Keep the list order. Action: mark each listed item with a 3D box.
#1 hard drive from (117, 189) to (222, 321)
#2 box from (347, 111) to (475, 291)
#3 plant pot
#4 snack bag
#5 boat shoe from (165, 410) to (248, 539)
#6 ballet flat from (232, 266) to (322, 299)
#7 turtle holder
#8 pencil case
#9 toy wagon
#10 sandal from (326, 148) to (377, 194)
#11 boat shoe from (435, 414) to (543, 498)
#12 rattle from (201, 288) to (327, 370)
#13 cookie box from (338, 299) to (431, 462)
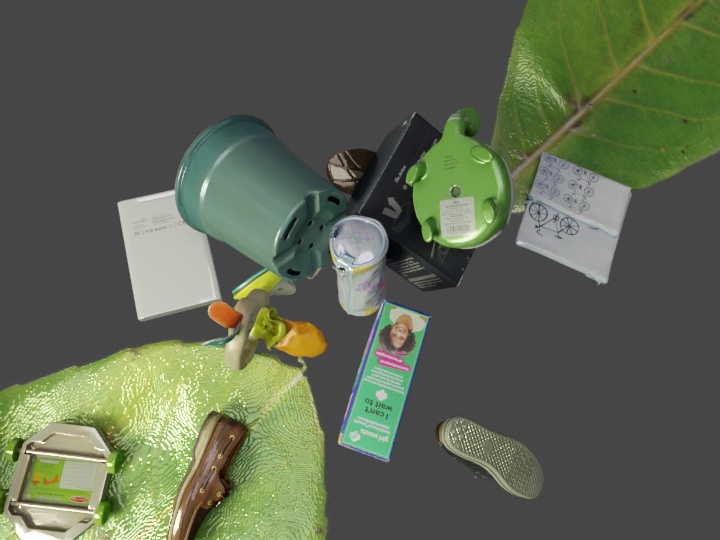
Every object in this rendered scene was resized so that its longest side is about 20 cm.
[{"bbox_3d":[-0.312,-0.031,0.883,0.130,0.027,0.202,-14,75,-10],"label":"hard drive"},{"bbox_3d":[0.096,-0.103,0.873,0.199,0.117,0.198,34,72,-15],"label":"box"},{"bbox_3d":[-0.134,-0.096,0.799,0.195,0.201,0.200,36,72,28],"label":"plant pot"},{"bbox_3d":[0.385,-0.098,0.978,0.187,0.021,0.202,24,73,1],"label":"snack bag"},{"bbox_3d":[-0.219,0.309,0.773,0.067,0.072,0.202,16,71,1],"label":"boat shoe"},{"bbox_3d":[-0.113,-0.002,0.879,0.200,0.067,0.067,-41,95,-16],"label":"ballet flat"},{"bbox_3d":[0.143,-0.123,0.769,0.141,0.131,0.187,-38,73,28],"label":"turtle holder"},{"bbox_3d":[0.000,0.000,0.817,0.082,0.200,0.092,12,67,7],"label":"pencil case"},{"bbox_3d":[-0.432,0.323,0.764,0.153,0.040,0.202,8,74,-3],"label":"toy wagon"},{"bbox_3d":[0.030,-0.176,0.949,0.198,0.054,0.081,-18,89,-26],"label":"sandal"},{"bbox_3d":[0.198,0.284,0.831,0.199,0.062,0.075,32,68,-12],"label":"boat shoe"},{"bbox_3d":[-0.131,0.098,0.774,0.142,0.200,0.131,35,74,5],"label":"rattle"},{"bbox_3d":[0.030,0.165,0.789,0.074,0.171,0.202,17,73,2],"label":"cookie box"}]
